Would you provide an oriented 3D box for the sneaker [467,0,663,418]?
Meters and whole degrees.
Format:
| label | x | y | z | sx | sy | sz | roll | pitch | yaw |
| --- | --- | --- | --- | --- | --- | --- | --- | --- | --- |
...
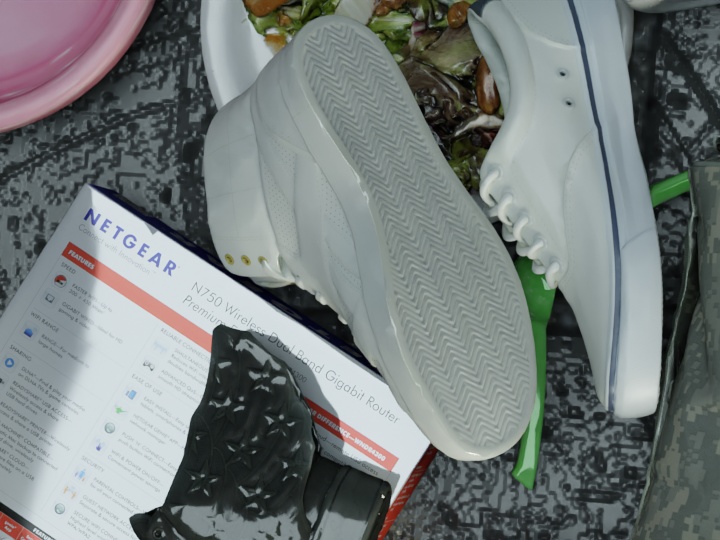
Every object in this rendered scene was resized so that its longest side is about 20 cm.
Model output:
| label | x | y | z | sx | sy | sz | roll | pitch | yaw |
| --- | --- | --- | --- | --- | --- | --- | --- | --- | --- |
| sneaker | 0.087 | -0.030 | 1.261 | 0.071 | 0.073 | 0.200 | -8 | 69 | -1 |

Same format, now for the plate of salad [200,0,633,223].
| label | x | y | z | sx | sy | sz | roll | pitch | yaw |
| --- | --- | --- | --- | --- | --- | --- | --- | --- | --- |
| plate of salad | 0.023 | -0.115 | 1.323 | 0.200 | 0.048 | 0.200 | 0 | 87 | 9 |

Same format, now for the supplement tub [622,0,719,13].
| label | x | y | z | sx | sy | sz | roll | pitch | yaw |
| --- | --- | --- | --- | --- | --- | --- | --- | --- | --- |
| supplement tub | 0.149 | -0.221 | 1.268 | 0.122 | 0.123 | 0.200 | -13 | 86 | 9 |

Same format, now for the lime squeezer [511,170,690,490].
| label | x | y | z | sx | sy | sz | roll | pitch | yaw |
| --- | --- | --- | --- | --- | --- | --- | --- | --- | --- |
| lime squeezer | 0.112 | -0.001 | 1.309 | 0.071 | 0.038 | 0.200 | 40 | 92 | 12 |

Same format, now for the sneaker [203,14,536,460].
| label | x | y | z | sx | sy | sz | roll | pitch | yaw |
| --- | --- | --- | --- | --- | --- | --- | --- | --- | --- |
| sneaker | 0.000 | 0.000 | 1.280 | 0.074 | 0.116 | 0.200 | -17 | 80 | -35 |

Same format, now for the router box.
| label | x | y | z | sx | sy | sz | roll | pitch | yaw |
| --- | --- | --- | --- | --- | --- | --- | --- | --- | --- |
| router box | -0.086 | 0.088 | 1.332 | 0.200 | 0.049 | 0.180 | 34 | 93 | 9 |

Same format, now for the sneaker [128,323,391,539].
| label | x | y | z | sx | sy | sz | roll | pitch | yaw |
| --- | --- | --- | --- | --- | --- | --- | --- | --- | --- |
| sneaker | -0.057 | 0.133 | 1.273 | 0.104 | 0.060 | 0.200 | 24 | 87 | 7 |

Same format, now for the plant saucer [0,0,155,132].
| label | x | y | z | sx | sy | sz | roll | pitch | yaw |
| --- | --- | --- | --- | --- | --- | --- | --- | --- | --- |
| plant saucer | -0.182 | -0.160 | 1.357 | 0.200 | 0.051 | 0.201 | 0 | 87 | 10 |

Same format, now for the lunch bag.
| label | x | y | z | sx | sy | sz | roll | pitch | yaw |
| --- | --- | --- | --- | --- | --- | --- | --- | --- | --- |
| lunch bag | 0.207 | 0.049 | 1.240 | 0.167 | 0.139 | 0.200 | 10 | 89 | 19 |
